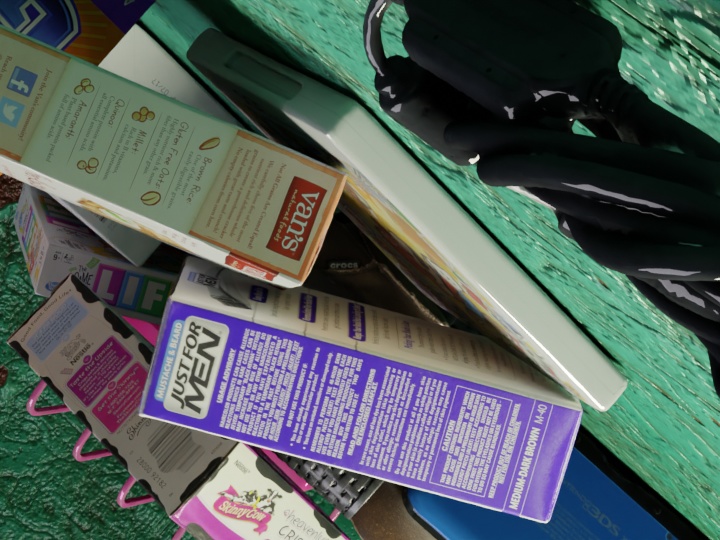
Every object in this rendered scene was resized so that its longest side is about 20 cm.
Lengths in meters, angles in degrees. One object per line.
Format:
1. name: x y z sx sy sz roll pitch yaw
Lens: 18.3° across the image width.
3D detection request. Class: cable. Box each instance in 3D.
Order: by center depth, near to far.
1. cable: 0.085 0.002 0.543 0.163 0.051 0.200 45 174 -40

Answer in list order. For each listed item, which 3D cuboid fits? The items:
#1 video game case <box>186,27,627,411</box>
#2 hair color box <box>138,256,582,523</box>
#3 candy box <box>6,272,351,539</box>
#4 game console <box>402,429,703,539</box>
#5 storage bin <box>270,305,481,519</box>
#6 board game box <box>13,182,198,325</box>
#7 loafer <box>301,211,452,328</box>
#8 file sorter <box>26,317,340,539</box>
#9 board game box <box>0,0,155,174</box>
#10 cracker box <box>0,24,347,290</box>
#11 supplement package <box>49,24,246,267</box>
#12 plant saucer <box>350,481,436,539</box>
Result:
1. video game case: 0.018 -0.026 1.042 0.200 0.023 0.182 44 176 -28
2. hair color box: 0.000 0.055 1.075 0.199 0.065 0.109 17 -170 -3
3. candy box: -0.106 0.100 1.308 0.200 0.061 0.136 39 173 43
4. game console: 0.124 0.161 1.403 0.200 0.171 0.118 41 149 -1
5. storage bin: 0.002 0.065 1.328 0.094 0.135 0.200 41 176 3
6. board game box: -0.152 -0.009 1.462 0.134 0.034 0.200 14 -169 -16
7. loafer: 0.000 0.000 1.177 0.200 0.071 0.073 36 167 -21
8. file sorter: -0.106 0.111 1.526 0.200 0.126 0.139 42 -162 17
9. board game box: -0.268 -0.153 1.142 0.200 0.200 0.200 45 175 -33
10. cracker box: -0.110 -0.053 1.016 0.199 0.058 0.134 22 176 -4
11. supplement package: -0.175 -0.102 1.415 0.114 0.110 0.200 43 175 -30
12. plant saucer: 0.084 0.148 1.464 0.199 0.035 0.201 17 -140 -15
